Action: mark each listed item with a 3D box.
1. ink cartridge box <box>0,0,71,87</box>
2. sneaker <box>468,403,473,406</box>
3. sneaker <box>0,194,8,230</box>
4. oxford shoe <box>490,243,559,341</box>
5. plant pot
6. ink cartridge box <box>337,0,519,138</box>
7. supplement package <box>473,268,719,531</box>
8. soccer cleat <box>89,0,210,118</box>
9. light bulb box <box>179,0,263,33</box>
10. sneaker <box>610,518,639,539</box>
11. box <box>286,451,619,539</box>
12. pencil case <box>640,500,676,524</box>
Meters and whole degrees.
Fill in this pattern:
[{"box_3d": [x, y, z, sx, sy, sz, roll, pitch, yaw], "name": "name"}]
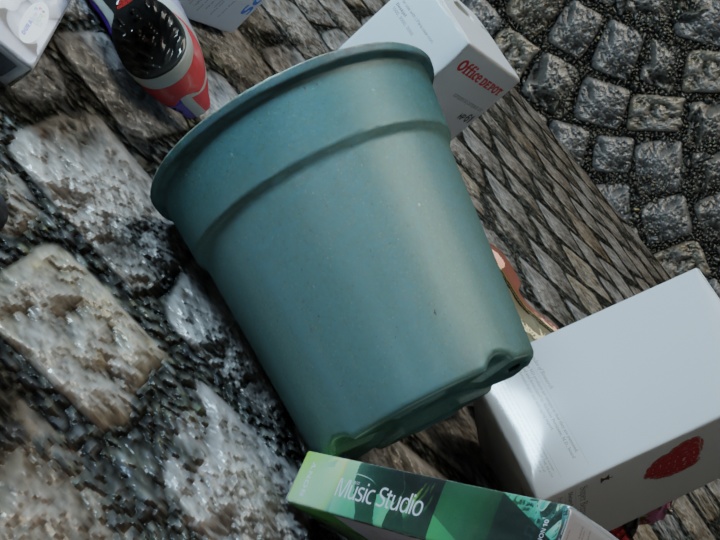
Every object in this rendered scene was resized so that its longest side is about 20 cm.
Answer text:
[{"box_3d": [-0.241, -0.247, 0.697, 0.199, 0.043, 0.200, 40, 51, -29], "name": "ink cartridge box"}, {"box_3d": [0.036, 0.020, 0.928, 0.201, 0.079, 0.130, 54, 17, 12], "name": "sneaker"}, {"box_3d": [-0.186, 0.016, 0.427, 0.081, 0.073, 0.200, 54, 24, -8], "name": "sneaker"}, {"box_3d": [0.147, 0.070, 1.155, 0.201, 0.071, 0.074, 52, 43, 2], "name": "oxford shoe"}, {"box_3d": [0.000, 0.000, 0.721, 0.198, 0.199, 0.200, 63, 20, 14], "name": "plant pot"}, {"box_3d": [0.028, -0.151, 1.046, 0.085, 0.199, 0.144, 55, 19, 18], "name": "ink cartridge box"}, {"box_3d": [0.199, 0.111, 0.897, 0.122, 0.197, 0.121, 74, -10, -54], "name": "supplement package"}, {"box_3d": [-0.169, -0.201, 0.906, 0.202, 0.068, 0.073, 62, 3, 32], "name": "soccer cleat"}, {"box_3d": [-0.174, -0.341, 1.050, 0.199, 0.124, 0.199, 55, 19, 13], "name": "light bulb box"}, {"box_3d": [0.164, 0.151, 1.023, 0.202, 0.079, 0.096, 59, 4, 7], "name": "sneaker"}, {"box_3d": [0.070, 0.152, 0.618, 0.144, 0.198, 0.037, 39, 65, -33], "name": "box"}, {"box_3d": [0.255, 0.163, 1.052, 0.201, 0.085, 0.084, 78, 16, -61], "name": "pencil case"}]
